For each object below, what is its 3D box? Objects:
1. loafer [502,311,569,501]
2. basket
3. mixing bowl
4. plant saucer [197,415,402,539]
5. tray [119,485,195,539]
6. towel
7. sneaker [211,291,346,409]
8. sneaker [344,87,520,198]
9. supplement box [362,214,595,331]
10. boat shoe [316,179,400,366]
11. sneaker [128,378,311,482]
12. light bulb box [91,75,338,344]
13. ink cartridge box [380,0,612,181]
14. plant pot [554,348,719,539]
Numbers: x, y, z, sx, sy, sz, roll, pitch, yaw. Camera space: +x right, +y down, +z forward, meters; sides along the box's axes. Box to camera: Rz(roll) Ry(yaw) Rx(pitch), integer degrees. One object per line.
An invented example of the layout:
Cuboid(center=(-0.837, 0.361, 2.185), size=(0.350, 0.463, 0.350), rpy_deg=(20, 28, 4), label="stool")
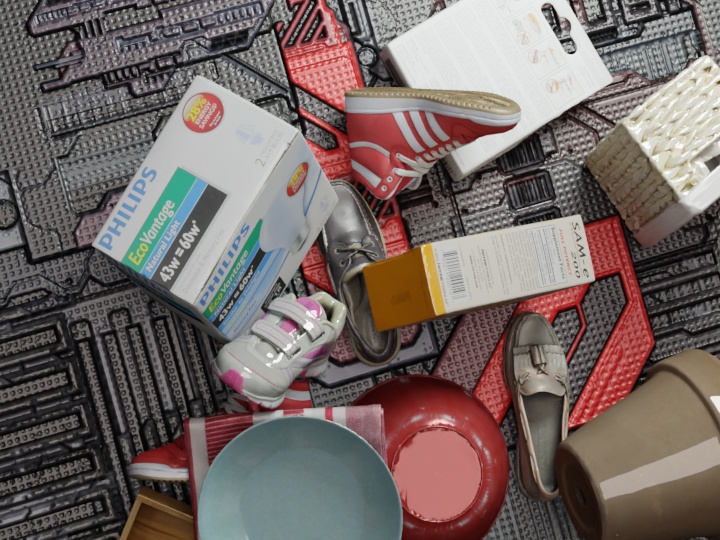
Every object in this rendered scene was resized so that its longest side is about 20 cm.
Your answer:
Cuboid(center=(0.193, 0.143, 1.695), size=(0.071, 0.063, 0.202), rpy_deg=(-3, 86, -8), label="loafer")
Cuboid(center=(0.330, -0.122, 1.671), size=(0.135, 0.200, 0.124), rpy_deg=(-38, 87, -9), label="basket")
Cuboid(center=(0.069, 0.206, 1.650), size=(0.198, 0.108, 0.203), rpy_deg=(1, 85, -9), label="mixing bowl")
Cuboid(center=(-0.057, 0.235, 1.556), size=(0.199, 0.039, 0.203), rpy_deg=(1, 99, 4), label="plant saucer")
Cuboid(center=(-0.150, 0.304, 1.632), size=(0.198, 0.037, 0.099), rpy_deg=(23, 99, -3), label="tray")
Cuboid(center=(-0.071, 0.208, 1.583), size=(0.198, 0.023, 0.146), rpy_deg=(-4, 99, 3), label="towel")
Cuboid(center=(-0.077, 0.068, 1.592), size=(0.081, 0.200, 0.089), rpy_deg=(34, 115, 11), label="sneaker")
Cuboid(center=(0.073, -0.126, 1.650), size=(0.198, 0.071, 0.114), rpy_deg=(7, 105, 32), label="sneaker")
Cuboid(center=(0.120, 0.002, 1.635), size=(0.198, 0.126, 0.074), rpy_deg=(-11, 86, -30), label="supplement box")
Cuboid(center=(0.000, 0.000, 1.677), size=(0.071, 0.065, 0.202), rpy_deg=(-13, 87, -7), label="boat shoe")
Cuboid(center=(-0.141, 0.156, 1.642), size=(0.198, 0.071, 0.114), rpy_deg=(-4, 90, -16), label="sneaker")
Cuboid(center=(-0.136, -0.050, 1.581), size=(0.124, 0.200, 0.199), rpy_deg=(28, 82, 17), label="light bulb box")
Cuboid(center=(0.145, -0.216, 1.727), size=(0.199, 0.057, 0.164), rpy_deg=(-31, 90, -14), label="ink cartridge box")
Cuboid(center=(0.295, 0.199, 1.630), size=(0.173, 0.200, 0.202), rpy_deg=(-18, 88, -14), label="plant pot")
